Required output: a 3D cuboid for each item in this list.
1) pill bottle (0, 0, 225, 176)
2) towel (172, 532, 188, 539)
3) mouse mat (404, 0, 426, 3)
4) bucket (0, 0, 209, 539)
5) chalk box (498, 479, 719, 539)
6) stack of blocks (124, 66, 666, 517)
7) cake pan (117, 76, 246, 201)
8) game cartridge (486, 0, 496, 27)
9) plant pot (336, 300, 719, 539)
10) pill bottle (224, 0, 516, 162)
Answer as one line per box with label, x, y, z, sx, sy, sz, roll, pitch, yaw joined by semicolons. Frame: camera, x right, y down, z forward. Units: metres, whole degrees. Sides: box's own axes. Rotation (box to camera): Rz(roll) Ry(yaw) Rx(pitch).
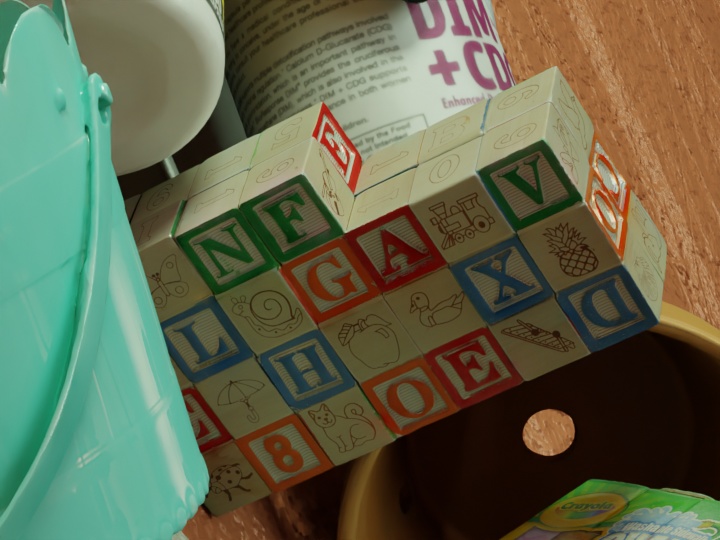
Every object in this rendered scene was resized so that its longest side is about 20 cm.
pill bottle;-0.109;-0.141;1.065;0.111;0.111;0.200;44;30;-40
towel;-0.091;0.105;0.951;0.200;0.031;0.149;56;25;-20
mouse mat;-0.021;-0.211;1.120;0.200;0.008;0.161;44;38;-10
bucket;-0.144;0.028;0.705;0.135;0.207;0.207;67;22;-10
chalk box;0.102;0.161;1.042;0.200;0.124;0.125;-30;106;-25
stack of blocks;0.000;0.000;1.038;0.115;0.200;0.059;56;24;-23
cake pan;-0.052;-0.044;1.182;0.200;0.037;0.201;48;28;-35
game cartridge;0.004;-0.185;1.352;0.041;0.133;0.200;-15;77;-25
plant pot;0.088;0.090;1.173;0.200;0.200;0.140;57;8;-16
pill bottle;0.002;-0.084;1.145;0.113;0.113;0.200;12;56;-63
